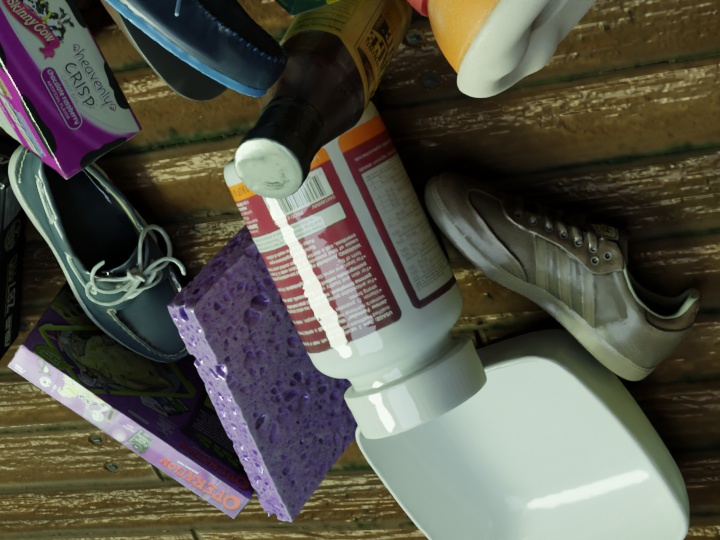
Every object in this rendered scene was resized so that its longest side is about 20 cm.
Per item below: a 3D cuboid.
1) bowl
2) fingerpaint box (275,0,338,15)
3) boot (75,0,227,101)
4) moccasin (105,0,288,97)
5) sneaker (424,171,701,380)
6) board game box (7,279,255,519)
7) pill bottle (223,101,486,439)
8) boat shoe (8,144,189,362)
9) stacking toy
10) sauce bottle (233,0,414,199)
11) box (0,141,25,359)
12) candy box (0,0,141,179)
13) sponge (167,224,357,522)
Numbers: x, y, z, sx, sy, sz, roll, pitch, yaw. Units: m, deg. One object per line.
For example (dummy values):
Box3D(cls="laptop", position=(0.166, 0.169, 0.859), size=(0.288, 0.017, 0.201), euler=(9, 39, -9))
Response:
Box3D(cls="bowl", position=(0.123, 0.130, 1.183), size=(0.199, 0.075, 0.200), euler=(-23, 115, 35))
Box3D(cls="fingerpaint box", position=(-0.057, -0.264, 0.878), size=(0.200, 0.073, 0.167), euler=(45, 138, 24))
Box3D(cls="boot", position=(-0.154, -0.173, 0.988), size=(0.187, 0.064, 0.200), euler=(63, 159, -7))
Box3D(cls="moccasin", position=(-0.112, -0.171, 0.846), size=(0.200, 0.081, 0.068), euler=(39, 103, -9))
Box3D(cls="sneaker", position=(0.134, -0.014, 1.080), size=(0.200, 0.071, 0.076), euler=(37, 113, -14))
Box3D(cls="board game box", position=(-0.155, 0.090, 1.232), size=(0.200, 0.120, 0.032), euler=(36, 115, -8))
Box3D(cls="pill bottle", position=(0.000, 0.000, 1.068), size=(0.109, 0.109, 0.201), euler=(-20, 98, 34))
Box3D(cls="boat shoe", position=(-0.176, -0.012, 1.187), size=(0.201, 0.075, 0.062), euler=(61, 160, -20))
Box3D(cls="stacking toy", position=(0.047, -0.210, 0.926), size=(0.200, 0.146, 0.146), euler=(44, 133, 9))
Box3D(cls="sauce bottle", position=(-0.021, -0.113, 0.958), size=(0.066, 0.200, 0.066), euler=(11, 133, 13))
Box3D(cls="box", position=(-0.337, -0.032, 1.257), size=(0.160, 0.049, 0.201), euler=(22, 134, 6))
Box3D(cls="candy box", position=(-0.222, -0.150, 1.031), size=(0.200, 0.061, 0.137), euler=(32, 152, 55))
Box3D(cls="sponge", position=(-0.061, 0.070, 1.183), size=(0.030, 0.112, 0.201), euler=(7, 132, 38))
